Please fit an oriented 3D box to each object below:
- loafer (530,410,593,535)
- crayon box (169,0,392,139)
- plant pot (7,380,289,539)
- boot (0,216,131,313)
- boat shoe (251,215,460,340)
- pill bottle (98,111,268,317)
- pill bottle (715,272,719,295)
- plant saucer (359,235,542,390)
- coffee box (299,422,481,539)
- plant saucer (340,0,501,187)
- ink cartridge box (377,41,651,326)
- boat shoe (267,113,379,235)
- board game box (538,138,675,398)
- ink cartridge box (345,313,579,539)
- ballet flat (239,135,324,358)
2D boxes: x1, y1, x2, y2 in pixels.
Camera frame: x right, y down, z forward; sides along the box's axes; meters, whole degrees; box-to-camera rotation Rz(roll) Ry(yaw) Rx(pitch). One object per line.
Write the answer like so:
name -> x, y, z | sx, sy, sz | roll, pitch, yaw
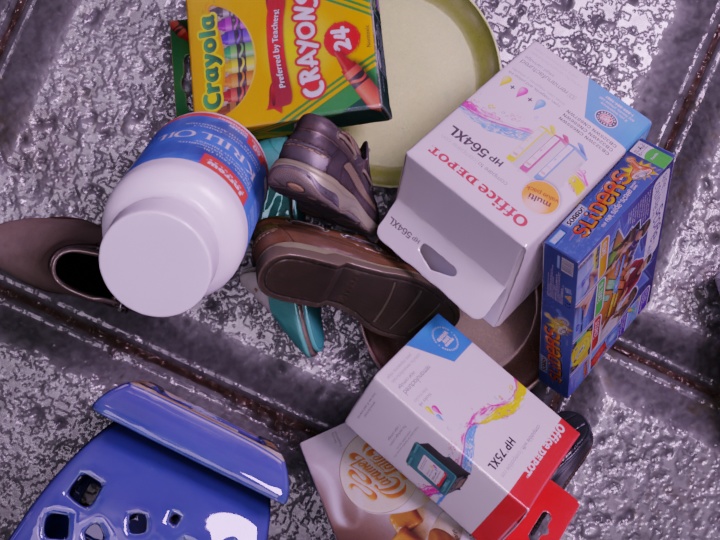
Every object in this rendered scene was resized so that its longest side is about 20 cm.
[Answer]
loafer -> 0.140, 0.212, 0.994 | 0.200, 0.073, 0.072 | -42, 126, 3
crayon box -> -0.079, -0.182, 0.946 | 0.198, 0.051, 0.128 | -8, 82, 11
plant pot -> -0.165, 0.203, 0.908 | 0.199, 0.200, 0.181 | 26, 82, -3
boot -> -0.239, -0.006, 0.919 | 0.198, 0.146, 0.071 | 9, 93, -3
boat shoe -> 0.000, 0.000, 0.928 | 0.199, 0.068, 0.072 | 22, 124, -30
pill bottle -> -0.137, -0.044, 0.846 | 0.111, 0.200, 0.113 | 1, 115, 2
pill bottle -> 0.394, 0.087, 0.980 | 0.111, 0.112, 0.202 | -21, 92, -3
plant saucer -> 0.095, 0.028, 0.997 | 0.198, 0.037, 0.203 | 0, 90, -4
coffee box -> 0.038, 0.223, 0.924 | 0.113, 0.080, 0.201 | -23, 56, -1
plant saucer -> 0.030, -0.176, 0.993 | 0.198, 0.031, 0.202 | 0, 90, -3
ink cartridge box -> 0.123, -0.065, 0.903 | 0.128, 0.126, 0.200 | 39, 62, 17
boat shoe -> -0.016, -0.079, 0.903 | 0.074, 0.200, 0.074 | 20, 87, 12
board game box -> 0.205, 0.004, 0.913 | 0.034, 0.201, 0.135 | 33, 63, 28
ink cartridge box -> 0.100, 0.144, 0.895 | 0.200, 0.116, 0.067 | 40, 130, 9
ballet flat -> -0.078, -0.019, 0.975 | 0.070, 0.067, 0.202 | -8, 87, 9
